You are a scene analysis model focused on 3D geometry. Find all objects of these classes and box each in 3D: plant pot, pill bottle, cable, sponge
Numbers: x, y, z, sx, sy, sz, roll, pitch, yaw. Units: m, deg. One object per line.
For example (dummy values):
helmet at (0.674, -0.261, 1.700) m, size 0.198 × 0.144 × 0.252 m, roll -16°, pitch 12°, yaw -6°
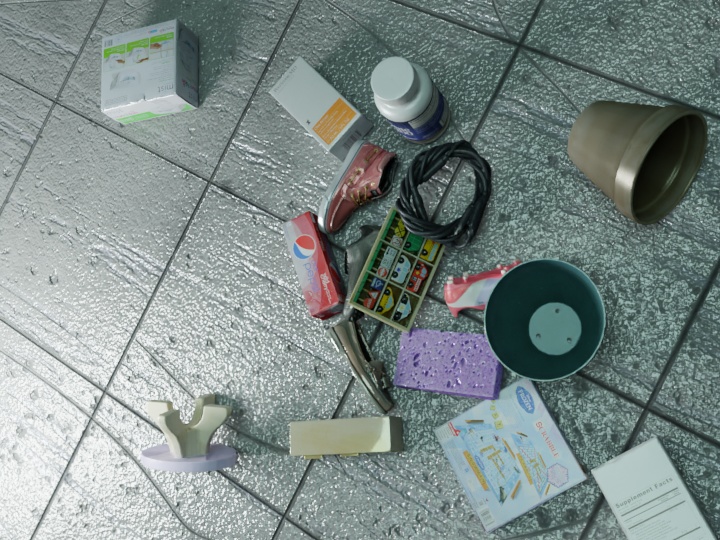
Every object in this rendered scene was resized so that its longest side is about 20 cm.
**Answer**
plant pot at (0.455, -0.204, 1.468) m, size 0.173 × 0.200 × 0.201 m, roll 38°, pitch 94°, yaw 40°
plant pot at (0.321, 0.091, 1.476) m, size 0.198 × 0.135 × 0.203 m, roll -4°, pitch 78°, yaw 20°
pill bottle at (0.090, -0.318, 1.612) m, size 0.110 × 0.200 × 0.112 m, roll -4°, pitch 77°, yaw 20°
cable at (0.156, -0.148, 1.602) m, size 0.162 × 0.051 × 0.202 m, roll 18°, pitch 80°, yaw 7°
sponge at (0.160, 0.166, 1.563) m, size 0.198 × 0.030 × 0.113 m, roll 3°, pitch 71°, yaw 30°

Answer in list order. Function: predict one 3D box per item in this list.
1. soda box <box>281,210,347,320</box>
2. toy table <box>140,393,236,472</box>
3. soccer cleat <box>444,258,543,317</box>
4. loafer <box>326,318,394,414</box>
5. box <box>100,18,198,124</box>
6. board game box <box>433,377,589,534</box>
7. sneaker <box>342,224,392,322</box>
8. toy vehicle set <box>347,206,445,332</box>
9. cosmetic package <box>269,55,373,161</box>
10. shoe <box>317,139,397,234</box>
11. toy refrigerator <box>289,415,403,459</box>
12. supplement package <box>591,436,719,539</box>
soda box at (-0.088, -0.009, 1.697) m, size 0.069 × 0.063 × 0.202 m, roll -25°, pitch 71°, yaw 15°
toy table at (-0.336, 0.315, 1.680) m, size 0.198 × 0.184 × 0.119 m, roll -1°, pitch 95°, yaw 9°
soccer cleat at (0.249, 0.032, 1.565) m, size 0.198 × 0.067 × 0.077 m, roll -11°, pitch 107°, yaw 14°
loafer at (0.010, 0.173, 1.622) m, size 0.063 × 0.072 × 0.201 m, roll -37°, pitch 66°, yaw 3°
box at (-0.465, -0.436, 1.912) m, size 0.198 × 0.097 × 0.179 m, roll -8°, pitch 77°, yaw 20°
board game box at (0.259, 0.318, 1.507) m, size 0.198 × 0.041 × 0.201 m, roll -32°, pitch 69°, yaw 13°
sneaker at (0.000, 0.000, 1.660) m, size 0.090 × 0.066 × 0.202 m, roll 18°, pitch 80°, yaw 28°
toy vehicle set at (0.072, -0.002, 1.609) m, size 0.123 × 0.027 × 0.202 m, roll 25°, pitch 80°, yaw -3°
cosmetic package at (-0.080, -0.327, 1.753) m, size 0.102 × 0.071 × 0.200 m, roll -47°, pitch 67°, yaw 7°
shoe at (-0.004, -0.153, 1.687) m, size 0.090 × 0.071 × 0.202 m, roll 24°, pitch 84°, yaw 29°
toy refrigerator at (-0.026, 0.310, 1.603) m, size 0.198 × 0.076 × 0.071 m, roll -6°, pitch 77°, yaw 20°
supplement package at (0.469, 0.379, 1.368) m, size 0.119 × 0.121 × 0.201 m, roll -31°, pitch 70°, yaw 13°
